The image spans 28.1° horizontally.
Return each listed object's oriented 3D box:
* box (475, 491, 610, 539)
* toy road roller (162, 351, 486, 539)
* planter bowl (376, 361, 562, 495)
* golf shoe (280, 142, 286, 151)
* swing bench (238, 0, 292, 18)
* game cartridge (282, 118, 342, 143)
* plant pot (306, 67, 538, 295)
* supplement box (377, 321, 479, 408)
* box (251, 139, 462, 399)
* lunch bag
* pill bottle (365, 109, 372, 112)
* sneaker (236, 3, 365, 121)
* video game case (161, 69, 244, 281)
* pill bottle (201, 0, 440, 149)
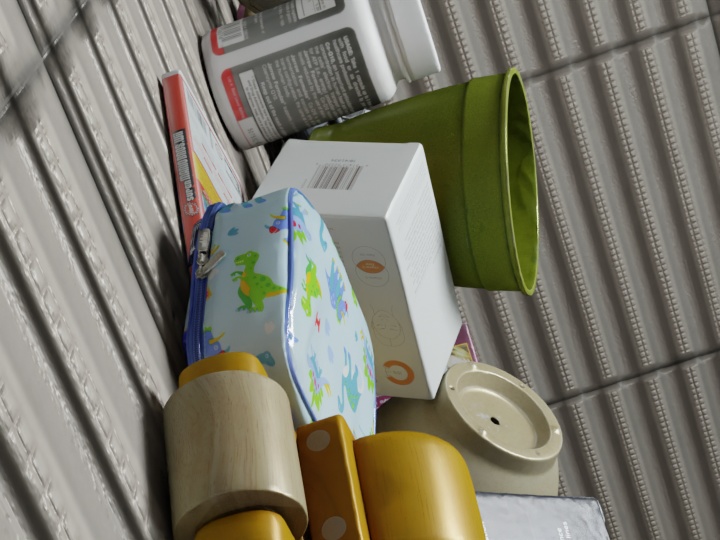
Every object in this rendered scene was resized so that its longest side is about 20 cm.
[{"bbox_3d":[0.098,0.276,1.060,0.198,0.118,0.198,9,50,-31],"label":"box"},{"bbox_3d":[-0.012,0.132,0.794,0.201,0.145,0.124,66,8,-47],"label":"toy road roller"},{"bbox_3d":[0.094,0.168,1.260,0.199,0.135,0.201,23,30,-14],"label":"planter bowl"},{"bbox_3d":[-0.034,-0.061,1.547,0.201,0.078,0.098,67,2,-49],"label":"golf shoe"},{"bbox_3d":[-0.107,-0.324,1.373,0.199,0.129,0.201,62,11,-57],"label":"swing bench"},{"bbox_3d":[-0.054,-0.151,1.551,0.133,0.041,0.201,49,-10,38],"label":"game cartridge"},{"bbox_3d":[0.053,-0.073,1.297,0.200,0.191,0.203,-3,90,-76],"label":"plant pot"},{"bbox_3d":[0.068,0.171,1.436,0.103,0.130,0.202,105,-28,-70],"label":"supplement box"},{"bbox_3d":[0.000,0.000,1.199,0.098,0.123,0.201,-63,149,-43],"label":"box"},{"bbox_3d":[-0.048,0.060,0.928,0.201,0.082,0.162,66,18,-48],"label":"lunch bag"},{"bbox_3d":[-0.001,-0.079,1.707,0.112,0.111,0.202,28,45,-82],"label":"pill bottle"},{"bbox_3d":[-0.048,-0.236,1.593,0.200,0.095,0.079,47,50,-31],"label":"sneaker"},{"bbox_3d":[-0.104,-0.030,1.056,0.143,0.017,0.201,65,9,-52],"label":"video game case"},{"bbox_3d":[-0.034,-0.193,1.306,0.114,0.198,0.115,-18,90,-84],"label":"pill bottle"}]
